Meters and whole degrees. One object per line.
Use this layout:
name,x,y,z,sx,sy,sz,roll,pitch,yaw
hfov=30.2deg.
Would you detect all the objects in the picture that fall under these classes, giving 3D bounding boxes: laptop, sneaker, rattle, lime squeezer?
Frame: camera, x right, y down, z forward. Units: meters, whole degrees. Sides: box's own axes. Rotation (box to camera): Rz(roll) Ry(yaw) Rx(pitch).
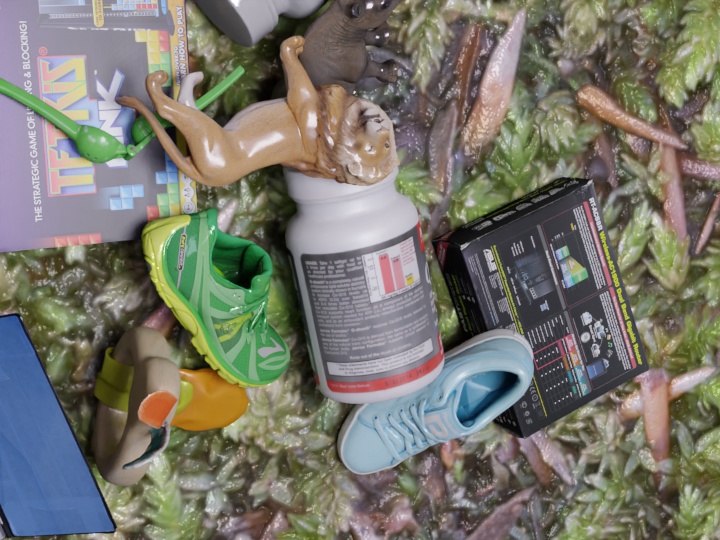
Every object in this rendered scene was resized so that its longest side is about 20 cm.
laptop,-0.321,0.149,1.006,0.199,0.116,0.188,-26,106,-19
sneaker,0.062,0.121,1.163,0.199,0.082,0.074,-36,101,11
sneaker,-0.101,0.026,1.078,0.083,0.074,0.200,-21,137,12
rattle,-0.132,0.118,1.036,0.142,0.200,0.131,31,71,-21
lime squeezer,-0.181,-0.118,1.025,0.199,0.038,0.071,-6,67,-22

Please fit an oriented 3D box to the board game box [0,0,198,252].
board game box,-0.217,-0.122,1.051,0.164,0.057,0.202,-7,99,-24

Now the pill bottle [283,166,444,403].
pill bottle,0.000,0.000,1.123,0.115,0.116,0.201,-18,109,-21

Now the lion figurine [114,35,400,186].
lion figurine,-0.075,-0.105,1.014,0.199,0.072,0.123,-17,90,-9

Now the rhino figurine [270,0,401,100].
rhino figurine,-0.014,-0.176,1.082,0.087,0.200,0.060,-5,57,-30

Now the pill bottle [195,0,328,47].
pill bottle,-0.045,-0.276,1.077,0.200,0.111,0.111,-46,112,-13

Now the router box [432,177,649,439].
router box,0.170,0.032,1.240,0.149,0.062,0.201,-25,106,-18
